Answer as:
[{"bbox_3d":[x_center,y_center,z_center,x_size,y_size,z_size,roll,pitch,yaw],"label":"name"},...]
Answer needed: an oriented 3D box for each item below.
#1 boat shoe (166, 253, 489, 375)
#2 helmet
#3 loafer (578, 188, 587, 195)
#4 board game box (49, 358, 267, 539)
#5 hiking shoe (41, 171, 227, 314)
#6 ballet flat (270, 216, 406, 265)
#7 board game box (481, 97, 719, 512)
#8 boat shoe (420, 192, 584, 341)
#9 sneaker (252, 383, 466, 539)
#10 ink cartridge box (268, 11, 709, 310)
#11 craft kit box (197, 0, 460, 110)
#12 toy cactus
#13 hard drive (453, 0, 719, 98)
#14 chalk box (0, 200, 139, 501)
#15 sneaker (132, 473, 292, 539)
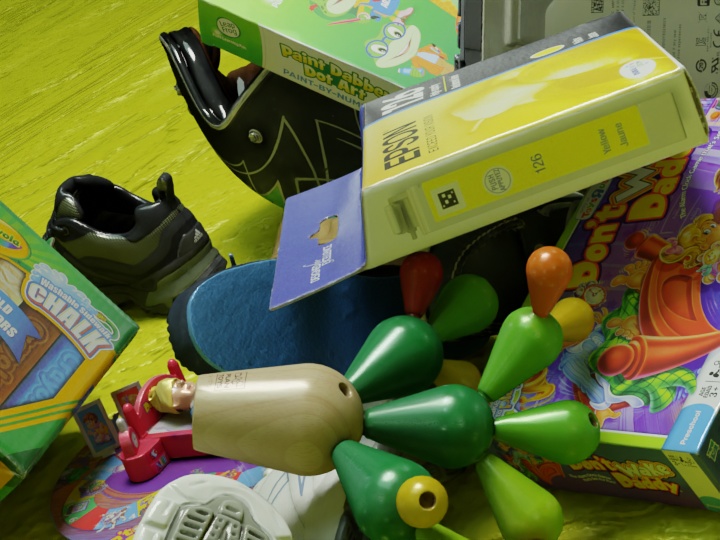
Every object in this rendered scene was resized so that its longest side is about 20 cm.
[{"bbox_3d":[-0.020,0.036,0.914,0.200,0.084,0.069,6,-12,-42],"label":"boat shoe"},{"bbox_3d":[-0.019,-0.127,1.186,0.200,0.200,0.191,-30,52,-19],"label":"helmet"},{"bbox_3d":[0.122,-0.058,1.050,0.200,0.067,0.076,-27,22,-12],"label":"loafer"},{"bbox_3d":[-0.082,0.076,0.965,0.200,0.039,0.158,-26,21,-9],"label":"board game box"},{"bbox_3d":[-0.186,-0.020,1.222,0.200,0.101,0.076,-10,23,30],"label":"hiking shoe"},{"bbox_3d":[0.000,0.000,1.038,0.063,0.069,0.200,-58,19,-14],"label":"ballet flat"},{"bbox_3d":[0.145,0.009,0.803,0.134,0.045,0.200,1,51,47],"label":"board game box"},{"bbox_3d":[0.091,-0.001,0.901,0.062,0.075,0.200,10,9,30],"label":"boat shoe"},{"bbox_3d":[-0.008,0.091,0.816,0.087,0.075,0.200,-18,19,26],"label":"sneaker"},{"bbox_3d":[0.048,-0.060,0.842,0.200,0.047,0.198,-18,16,5],"label":"ink cartridge box"},{"bbox_3d":[0.038,-0.178,1.071,0.197,0.049,0.200,23,60,17],"label":"craft kit box"},{"bbox_3d":[0.016,0.058,0.719,0.165,0.102,0.200,3,46,0],"label":"toy cactus"},{"bbox_3d":[0.148,-0.119,0.985,0.200,0.140,0.038,-4,14,-22],"label":"hard drive"},{"bbox_3d":[-0.219,0.051,1.001,0.125,0.124,0.200,-43,8,33],"label":"chalk box"},{"bbox_3d":[-0.084,0.181,0.684,0.200,0.078,0.099,-63,0,-38],"label":"sneaker"}]
